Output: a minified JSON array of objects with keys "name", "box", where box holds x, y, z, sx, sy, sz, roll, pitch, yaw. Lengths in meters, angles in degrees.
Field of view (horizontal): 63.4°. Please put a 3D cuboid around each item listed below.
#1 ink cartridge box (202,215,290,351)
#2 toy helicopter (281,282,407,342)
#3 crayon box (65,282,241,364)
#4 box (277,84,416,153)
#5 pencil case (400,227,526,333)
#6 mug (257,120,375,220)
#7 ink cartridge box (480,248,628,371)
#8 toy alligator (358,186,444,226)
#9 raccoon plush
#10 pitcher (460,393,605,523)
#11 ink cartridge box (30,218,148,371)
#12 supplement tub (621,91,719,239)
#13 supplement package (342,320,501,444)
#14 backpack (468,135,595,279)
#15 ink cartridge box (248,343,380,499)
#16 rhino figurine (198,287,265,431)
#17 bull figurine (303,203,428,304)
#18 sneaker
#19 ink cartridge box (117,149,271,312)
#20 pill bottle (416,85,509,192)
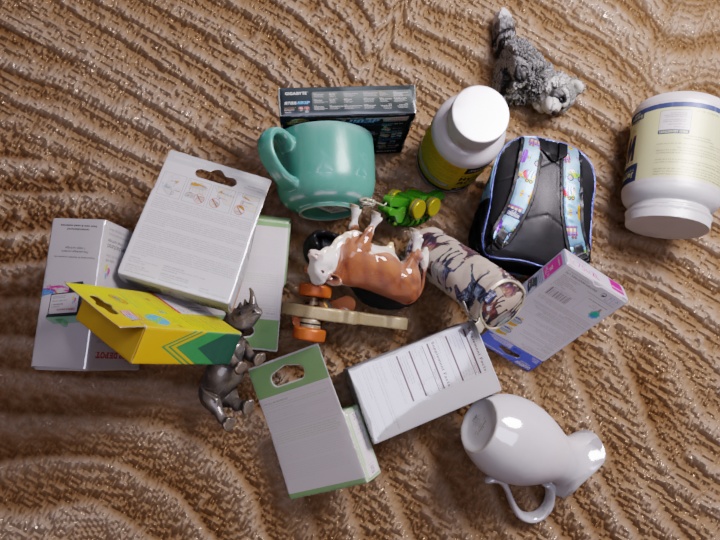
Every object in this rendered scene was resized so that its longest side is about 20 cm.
[{"name":"ink cartridge box","box":[-0.187,0.015,0.897,0.144,0.048,0.203,6,102,-3]},{"name":"toy helicopter","box":[-0.023,0.071,0.880,0.198,0.132,0.080,9,84,-22]},{"name":"crayon box","box":[-0.268,0.071,0.752,0.126,0.199,0.051,27,95,31]},{"name":"box","box":[-0.023,-0.225,0.893,0.197,0.159,0.047,-3,81,-4]},{"name":"pencil case","box":[0.145,0.008,0.866,0.089,0.078,0.200,-29,40,-18]},{"name":"mug","box":[-0.068,-0.142,0.877,0.183,0.152,0.116,-1,81,-17]},{"name":"ink cartridge box","box":[0.279,0.066,0.877,0.119,0.200,0.042,29,36,-16]},{"name":"toy alligator","box":[0.063,-0.092,0.905,0.059,0.199,0.055,30,119,36]},{"name":"raccoon plush","box":[0.300,-0.351,0.976,0.132,0.097,0.203,3,81,-12]},{"name":"pitcher","box":[0.237,0.281,0.860,0.199,0.121,0.173,26,96,-21]},{"name":"ink cartridge box","box":[-0.372,0.041,0.828,0.083,0.145,0.203,3,81,8]},{"name":"supplement tub","box":[0.502,-0.164,0.934,0.143,0.145,0.202,12,81,-3]},{"name":"supplement package","box":[0.087,0.162,0.869,0.198,0.114,0.111,-20,83,-8]},{"name":"backpack","box":[0.267,-0.097,0.910,0.180,0.135,0.202,10,81,-3]},{"name":"ink cartridge box","box":[-0.070,0.217,0.845,0.145,0.048,0.202,-23,82,30]},{"name":"rhino figurine","box":[-0.186,0.121,0.847,0.087,0.059,0.202,22,101,37]},{"name":"bull figurine","box":[0.014,-0.019,0.824,0.199,0.065,0.123,20,92,-32]},{"name":"sneaker","box":[0.000,0.000,0.898,0.198,0.091,0.077,26,79,-2]},{"name":"ink cartridge box","box":[-0.231,-0.057,0.835,0.160,0.050,0.202,16,67,-2]},{"name":"pill bottle","box":[0.154,-0.197,0.882,0.110,0.200,0.113,1,82,-4]}]
